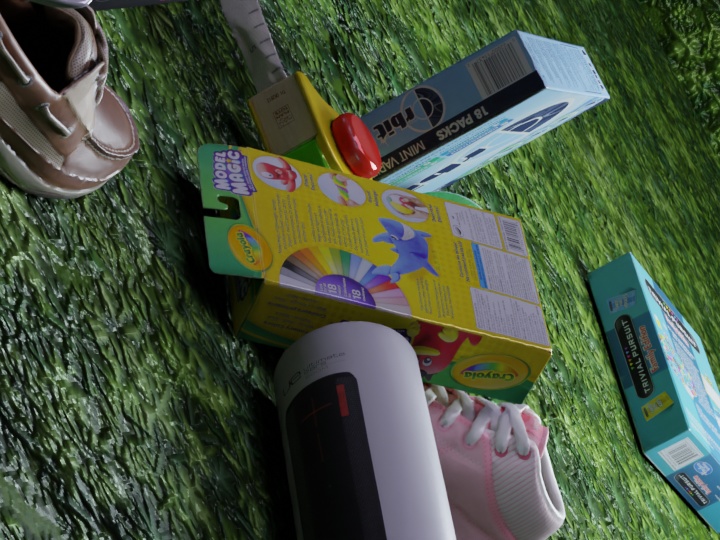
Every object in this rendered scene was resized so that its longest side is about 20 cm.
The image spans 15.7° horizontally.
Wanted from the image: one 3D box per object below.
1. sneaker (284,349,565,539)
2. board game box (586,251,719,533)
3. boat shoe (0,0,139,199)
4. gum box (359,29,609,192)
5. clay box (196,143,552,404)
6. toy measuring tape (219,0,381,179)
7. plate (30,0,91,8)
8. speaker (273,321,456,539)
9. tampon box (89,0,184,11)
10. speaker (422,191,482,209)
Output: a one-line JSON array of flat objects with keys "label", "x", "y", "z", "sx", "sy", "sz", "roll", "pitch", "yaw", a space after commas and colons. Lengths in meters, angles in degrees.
[{"label": "sneaker", "x": 0.043, "y": 0.081, "z": 1.464, "sx": 0.201, "sy": 0.104, "sz": 0.075, "roll": 57, "pitch": 18, "yaw": -14}, {"label": "board game box", "x": 0.268, "y": 0.105, "z": 2.245, "sx": 0.151, "sy": 0.047, "sz": 0.201, "roll": 46, "pitch": 22, "yaw": -44}, {"label": "boat shoe", "x": -0.147, "y": -0.087, "z": 1.195, "sx": 0.200, "sy": 0.072, "sz": 0.076, "roll": 24, "pitch": 40, "yaw": -66}, {"label": "gum box", "x": 0.060, "y": -0.092, "z": 1.683, "sx": 0.045, "sy": 0.169, "sz": 0.200, "roll": 63, "pitch": 16, "yaw": 7}, {"label": "clay box", "x": 0.000, "y": 0.000, "z": 1.434, "sx": 0.199, "sy": 0.048, "sz": 0.115, "roll": 14, "pitch": 38, "yaw": -19}, {"label": "toy measuring tape", "x": -0.037, "y": -0.096, "z": 1.572, "sx": 0.074, "sy": 0.073, "sz": 0.201, "roll": 24, "pitch": 41, "yaw": -66}, {"label": "plate", "x": -0.195, "y": -0.202, "z": 1.081, "sx": 0.199, "sy": 0.032, "sz": 0.200, "roll": 16, "pitch": 52, "yaw": -15}, {"label": "speaker", "x": 0.006, "y": 0.121, "z": 1.318, "sx": 0.081, "sy": 0.081, "sz": 0.201, "roll": 49, "pitch": 21, "yaw": -40}, {"label": "tampon box", "x": -0.147, "y": -0.244, "z": 1.245, "sx": 0.201, "sy": 0.126, "sz": 0.150, "roll": 68, "pitch": -28, "yaw": 22}, {"label": "speaker", "x": 0.037, "y": 0.009, "z": 1.602, "sx": 0.089, "sy": 0.088, "sz": 0.200, "roll": 60, "pitch": 16, "yaw": -7}]
